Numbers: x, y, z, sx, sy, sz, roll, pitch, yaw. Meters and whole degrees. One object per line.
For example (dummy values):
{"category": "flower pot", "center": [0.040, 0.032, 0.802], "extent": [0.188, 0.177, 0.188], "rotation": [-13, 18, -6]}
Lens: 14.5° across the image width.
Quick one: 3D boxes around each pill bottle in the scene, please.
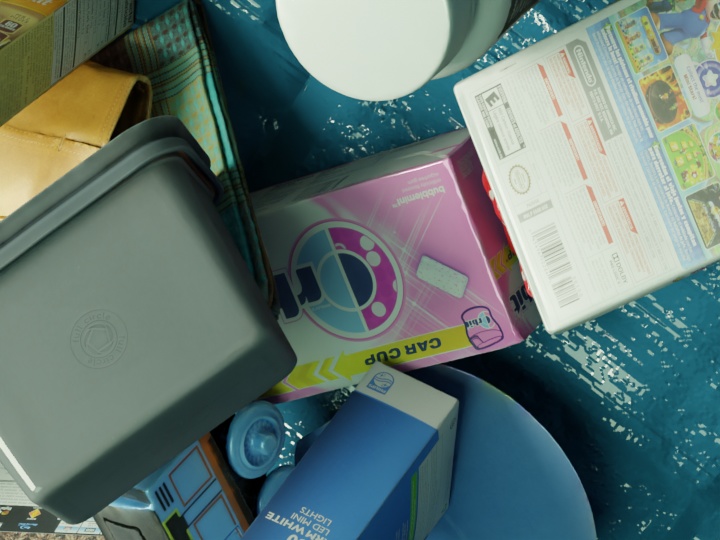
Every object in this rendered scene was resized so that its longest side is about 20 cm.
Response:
{"category": "pill bottle", "center": [0.039, -0.165, 1.454], "extent": [0.113, 0.200, 0.115], "rotation": [10, 117, 21]}

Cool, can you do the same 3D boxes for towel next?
{"category": "towel", "center": [-0.126, -0.040, 1.640], "extent": [0.146, 0.022, 0.201], "rotation": [-26, 69, 32]}

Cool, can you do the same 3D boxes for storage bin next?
{"category": "storage bin", "center": [-0.136, 0.040, 1.535], "extent": [0.199, 0.146, 0.135], "rotation": [-35, 71, 0]}

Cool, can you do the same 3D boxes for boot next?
{"category": "boot", "center": [-0.202, -0.032, 1.631], "extent": [0.143, 0.071, 0.203], "rotation": [17, 88, 30]}

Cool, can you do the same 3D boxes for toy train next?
{"category": "toy train", "center": [-0.085, 0.154, 1.662], "extent": [0.086, 0.114, 0.201], "rotation": [13, 138, 43]}

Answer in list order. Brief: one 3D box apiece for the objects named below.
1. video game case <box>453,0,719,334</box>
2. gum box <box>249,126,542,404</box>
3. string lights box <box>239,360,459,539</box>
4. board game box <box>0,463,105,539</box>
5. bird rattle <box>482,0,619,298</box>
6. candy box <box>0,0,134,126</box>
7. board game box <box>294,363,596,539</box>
{"category": "video game case", "center": [0.157, -0.071, 1.448], "extent": [0.199, 0.018, 0.144], "rotation": [-26, 79, 25]}
{"category": "gum box", "center": [0.000, 0.000, 1.629], "extent": [0.199, 0.066, 0.114], "rotation": [-15, 104, 31]}
{"category": "string lights box", "center": [-0.019, 0.158, 1.568], "extent": [0.059, 0.200, 0.103], "rotation": [25, 141, 18]}
{"category": "board game box", "center": [-0.188, 0.214, 1.730], "extent": [0.158, 0.200, 0.097], "rotation": [0, 128, 26]}
{"category": "bird rattle", "center": [0.161, -0.068, 1.517], "extent": [0.199, 0.112, 0.164], "rotation": [0, 92, 25]}
{"category": "candy box", "center": [-0.221, -0.140, 1.589], "extent": [0.115, 0.200, 0.056], "rotation": [17, 122, 17]}
{"category": "board game box", "center": [0.055, 0.131, 1.677], "extent": [0.200, 0.039, 0.158], "rotation": [-35, 95, 39]}
